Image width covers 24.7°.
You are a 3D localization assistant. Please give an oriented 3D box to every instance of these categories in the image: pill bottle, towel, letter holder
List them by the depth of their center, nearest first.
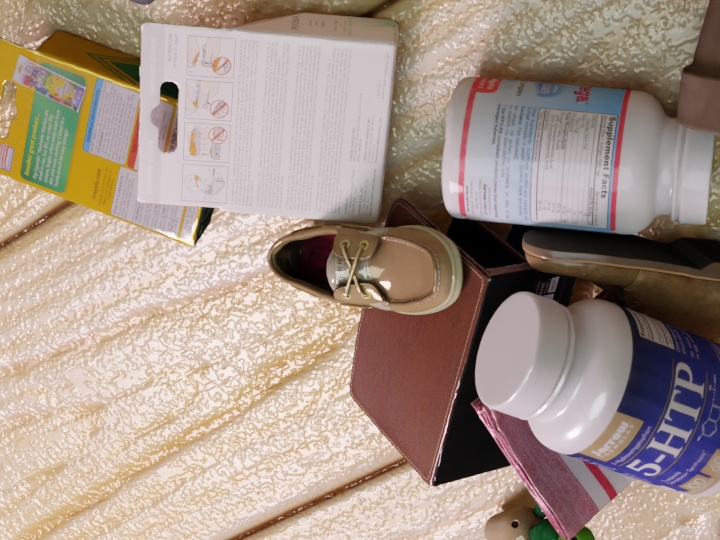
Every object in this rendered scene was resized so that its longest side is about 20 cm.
[{"bbox_3d":[0.193,0.089,1.243,0.198,0.120,0.120,19,124,-22],"label":"pill bottle"},{"bbox_3d":[0.167,-0.085,1.248,0.198,0.109,0.110,6,120,12],"label":"pill bottle"},{"bbox_3d":[0.202,0.101,1.324,0.200,0.023,0.145,-39,107,-10],"label":"towel"},{"bbox_3d":[0.078,0.049,1.356,0.142,0.100,0.202,42,130,42],"label":"letter holder"}]

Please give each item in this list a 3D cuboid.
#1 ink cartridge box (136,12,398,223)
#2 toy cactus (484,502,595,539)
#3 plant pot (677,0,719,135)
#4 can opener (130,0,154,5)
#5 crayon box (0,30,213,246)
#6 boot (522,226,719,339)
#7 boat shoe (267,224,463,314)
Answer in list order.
[{"bbox_3d":[-0.075,-0.124,1.306,0.198,0.050,0.162,5,121,-2],"label":"ink cartridge box"},{"bbox_3d":[0.165,0.227,1.415,0.101,0.202,0.165,20,167,-20],"label":"toy cactus"},{"bbox_3d":[0.318,-0.183,1.120,0.198,0.200,0.176,3,103,14],"label":"plant pot"},{"bbox_3d":[-0.220,-0.291,1.267,0.053,0.067,0.200,-37,103,28],"label":"can opener"},{"bbox_3d":[-0.210,-0.116,1.371,0.198,0.052,0.127,20,121,3],"label":"crayon box"},{"bbox_3d":[0.212,0.011,1.272,0.198,0.074,0.076,9,112,-19],"label":"boot"},{"bbox_3d":[0.000,0.000,1.310,0.199,0.066,0.075,2,97,52],"label":"boat shoe"}]
